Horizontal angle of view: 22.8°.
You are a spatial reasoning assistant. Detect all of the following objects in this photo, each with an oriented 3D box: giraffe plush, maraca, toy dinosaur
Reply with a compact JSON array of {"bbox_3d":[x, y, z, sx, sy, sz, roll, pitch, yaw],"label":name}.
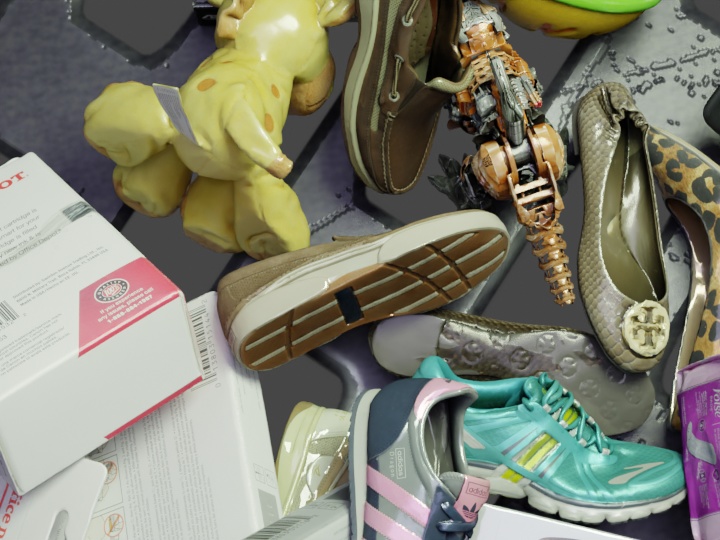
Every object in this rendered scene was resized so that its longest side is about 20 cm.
[{"bbox_3d":[-0.079,-0.125,1.207,0.171,0.200,0.163,26,64,8],"label":"giraffe plush"},{"bbox_3d":[0.122,-0.218,1.231,0.198,0.108,0.137,0,34,-31],"label":"maraca"},{"bbox_3d":[0.098,-0.076,1.209,0.101,0.136,0.202,2,79,1],"label":"toy dinosaur"}]

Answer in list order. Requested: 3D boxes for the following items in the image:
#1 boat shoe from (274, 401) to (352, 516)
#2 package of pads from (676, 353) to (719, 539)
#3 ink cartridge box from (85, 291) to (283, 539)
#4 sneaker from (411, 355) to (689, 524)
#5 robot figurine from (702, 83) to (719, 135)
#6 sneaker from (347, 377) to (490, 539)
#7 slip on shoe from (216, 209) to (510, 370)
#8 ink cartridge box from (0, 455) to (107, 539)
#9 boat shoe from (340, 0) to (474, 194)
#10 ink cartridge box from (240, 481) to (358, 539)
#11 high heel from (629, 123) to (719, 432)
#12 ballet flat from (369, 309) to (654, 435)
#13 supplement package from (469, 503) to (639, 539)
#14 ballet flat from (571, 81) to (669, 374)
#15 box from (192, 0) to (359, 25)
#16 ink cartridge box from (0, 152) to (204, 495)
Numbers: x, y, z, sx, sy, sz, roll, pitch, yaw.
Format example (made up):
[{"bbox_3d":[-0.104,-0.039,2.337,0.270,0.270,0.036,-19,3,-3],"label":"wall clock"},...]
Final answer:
[{"bbox_3d":[-0.037,0.190,1.194,0.063,0.073,0.202,12,72,8],"label":"boat shoe"},{"bbox_3d":[0.305,0.121,1.164,0.198,0.076,0.122,5,73,-26],"label":"package of pads"},{"bbox_3d":[-0.142,0.138,1.193,0.175,0.045,0.202,-24,60,22],"label":"ink cartridge box"},{"bbox_3d":[0.121,0.110,1.164,0.198,0.078,0.080,14,110,2],"label":"sneaker"},{"bbox_3d":[0.332,-0.076,1.213,0.200,0.125,0.151,39,85,8],"label":"robot figurine"},{"bbox_3d":[0.042,0.161,1.095,0.082,0.070,0.202,-18,69,33],"label":"sneaker"},{"bbox_3d":[0.000,0.000,1.181,0.199,0.076,0.061,-25,52,-5],"label":"slip on shoe"},{"bbox_3d":[-0.248,0.160,1.171,0.198,0.067,0.117,14,79,27],"label":"ink cartridge box"},{"bbox_3d":[0.035,-0.129,1.172,0.075,0.204,0.074,30,48,33],"label":"boat shoe"},{"bbox_3d":[-0.014,0.247,1.130,0.047,0.160,0.202,0,101,32],"label":"ink cartridge box"},{"bbox_3d":[0.216,0.005,1.228,0.142,0.071,0.200,-40,80,-1],"label":"high heel"},{"bbox_3d":[0.102,0.066,1.225,0.198,0.046,0.068,12,90,0],"label":"ballet flat"},{"bbox_3d":[0.155,0.229,1.161,0.198,0.110,0.115,12,79,3],"label":"supplement package"},{"bbox_3d":[0.180,-0.032,1.204,0.067,0.046,0.202,6,72,-33],"label":"ballet flat"},{"bbox_3d":[-0.026,-0.280,1.297,0.191,0.048,0.202,0,79,0],"label":"box"},{"bbox_3d":[-0.218,0.028,1.160,0.144,0.085,0.200,-32,46,-22],"label":"ink cartridge box"}]
